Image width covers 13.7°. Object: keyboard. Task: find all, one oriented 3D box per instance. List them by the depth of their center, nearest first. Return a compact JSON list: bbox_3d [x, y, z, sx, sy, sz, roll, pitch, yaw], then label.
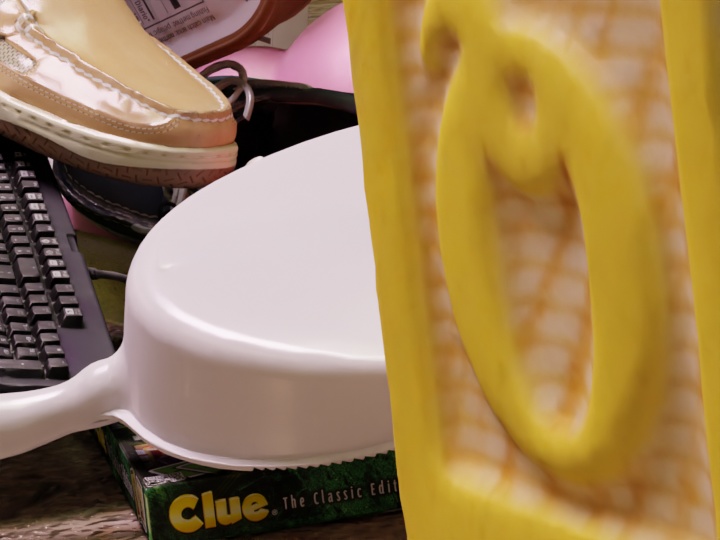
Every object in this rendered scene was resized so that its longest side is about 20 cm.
[{"bbox_3d":[-0.103,-0.006,0.993,0.126,0.021,0.200,8,25,-19],"label":"keyboard"}]

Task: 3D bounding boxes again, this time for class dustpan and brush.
[{"bbox_3d":[-0.047,0.021,0.870,0.198,0.058,0.140,-9,34,-3],"label":"dustpan and brush"}]

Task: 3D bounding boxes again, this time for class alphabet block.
[{"bbox_3d":[0.127,-0.020,0.729,0.199,0.197,0.196,-12,8,-23],"label":"alphabet block"}]

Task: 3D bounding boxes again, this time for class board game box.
[{"bbox_3d":[-0.029,0.049,0.950,0.104,0.024,0.200,-6,9,-11],"label":"board game box"}]

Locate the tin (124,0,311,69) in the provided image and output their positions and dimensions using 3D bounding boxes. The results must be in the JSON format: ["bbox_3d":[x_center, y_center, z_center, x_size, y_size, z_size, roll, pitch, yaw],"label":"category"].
[{"bbox_3d":[-0.095,-0.120,1.121,0.199,0.112,0.042,-20,20,41],"label":"tin"}]

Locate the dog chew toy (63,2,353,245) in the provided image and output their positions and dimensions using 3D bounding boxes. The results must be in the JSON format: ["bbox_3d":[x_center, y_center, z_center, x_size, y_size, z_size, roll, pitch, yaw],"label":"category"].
[{"bbox_3d":[-0.028,-0.040,1.215,0.199,0.125,0.125,-13,7,17],"label":"dog chew toy"}]

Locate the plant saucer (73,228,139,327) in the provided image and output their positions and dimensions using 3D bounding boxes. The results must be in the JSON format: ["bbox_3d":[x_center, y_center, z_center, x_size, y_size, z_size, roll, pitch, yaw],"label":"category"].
[{"bbox_3d":[-0.138,-0.008,1.114,0.199,0.031,0.200,15,-1,0],"label":"plant saucer"}]

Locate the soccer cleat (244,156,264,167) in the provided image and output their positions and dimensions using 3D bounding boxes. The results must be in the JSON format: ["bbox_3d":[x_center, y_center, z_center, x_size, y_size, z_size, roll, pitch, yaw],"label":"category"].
[{"bbox_3d":[0.000,0.000,0.988,0.066,0.077,0.200,24,-23,-29],"label":"soccer cleat"}]

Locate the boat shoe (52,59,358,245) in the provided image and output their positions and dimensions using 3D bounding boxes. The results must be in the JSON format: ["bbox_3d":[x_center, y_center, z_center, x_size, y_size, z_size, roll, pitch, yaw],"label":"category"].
[{"bbox_3d":[-0.038,-0.038,1.122,0.199,0.075,0.062,9,-1,29],"label":"boat shoe"}]

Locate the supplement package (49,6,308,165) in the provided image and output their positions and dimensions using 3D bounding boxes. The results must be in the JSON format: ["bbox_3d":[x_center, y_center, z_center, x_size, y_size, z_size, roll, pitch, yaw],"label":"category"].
[{"bbox_3d":[-0.097,-0.113,1.358,0.113,0.202,0.109,0,-7,34],"label":"supplement package"}]

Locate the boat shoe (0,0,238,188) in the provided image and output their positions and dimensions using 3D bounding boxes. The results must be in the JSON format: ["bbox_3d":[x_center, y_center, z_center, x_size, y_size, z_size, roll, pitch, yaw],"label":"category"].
[{"bbox_3d":[-0.116,-0.092,1.065,0.199,0.077,0.071,27,16,34],"label":"boat shoe"}]
